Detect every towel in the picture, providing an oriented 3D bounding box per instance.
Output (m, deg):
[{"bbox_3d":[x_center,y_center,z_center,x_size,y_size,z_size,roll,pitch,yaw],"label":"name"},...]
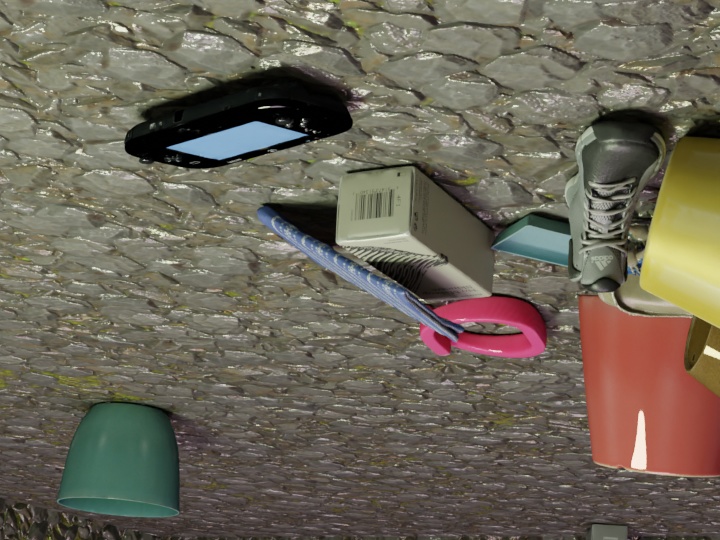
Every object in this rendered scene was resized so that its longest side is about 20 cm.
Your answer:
[{"bbox_3d":[0.000,0.000,1.509,0.199,0.024,0.145,30,176,33],"label":"towel"}]

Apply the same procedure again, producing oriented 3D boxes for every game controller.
[{"bbox_3d":[-0.102,-0.115,1.273,0.199,0.043,0.104,-10,158,41],"label":"game controller"}]

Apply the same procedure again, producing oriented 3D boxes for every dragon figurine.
[{"bbox_3d":[0.319,-0.032,1.410,0.198,0.060,0.099,-2,162,21],"label":"dragon figurine"}]

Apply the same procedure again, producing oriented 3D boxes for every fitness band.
[{"bbox_3d":[0.146,0.071,1.829,0.142,0.038,0.200,-1,163,17],"label":"fitness band"}]

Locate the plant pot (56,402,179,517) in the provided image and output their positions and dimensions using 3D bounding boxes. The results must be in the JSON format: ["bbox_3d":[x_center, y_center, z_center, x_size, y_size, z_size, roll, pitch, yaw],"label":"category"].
[{"bbox_3d":[-0.387,0.307,2.512,0.198,0.163,0.201,4,164,1],"label":"plant pot"}]

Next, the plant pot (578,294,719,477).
[{"bbox_3d":[0.321,0.121,1.629,0.198,0.180,0.200,5,179,0],"label":"plant pot"}]

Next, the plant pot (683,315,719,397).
[{"bbox_3d":[0.407,0.079,1.413,0.198,0.188,0.187,16,163,0],"label":"plant pot"}]

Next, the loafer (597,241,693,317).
[{"bbox_3d":[0.329,0.009,1.492,0.198,0.077,0.068,-3,-164,-6],"label":"loafer"}]

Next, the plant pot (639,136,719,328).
[{"bbox_3d":[0.332,-0.021,1.242,0.187,0.203,0.201,15,166,15],"label":"plant pot"}]

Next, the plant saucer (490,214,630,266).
[{"bbox_3d":[0.229,-0.020,1.532,0.198,0.019,0.070,11,156,-26],"label":"plant saucer"}]

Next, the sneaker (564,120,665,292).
[{"bbox_3d":[0.213,-0.044,1.299,0.074,0.117,0.200,3,163,3],"label":"sneaker"}]

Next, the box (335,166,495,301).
[{"bbox_3d":[0.056,-0.031,1.460,0.081,0.069,0.200,-5,161,28],"label":"box"}]

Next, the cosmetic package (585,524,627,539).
[{"bbox_3d":[0.553,0.637,3.464,0.089,0.108,0.200,3,161,3],"label":"cosmetic package"}]
